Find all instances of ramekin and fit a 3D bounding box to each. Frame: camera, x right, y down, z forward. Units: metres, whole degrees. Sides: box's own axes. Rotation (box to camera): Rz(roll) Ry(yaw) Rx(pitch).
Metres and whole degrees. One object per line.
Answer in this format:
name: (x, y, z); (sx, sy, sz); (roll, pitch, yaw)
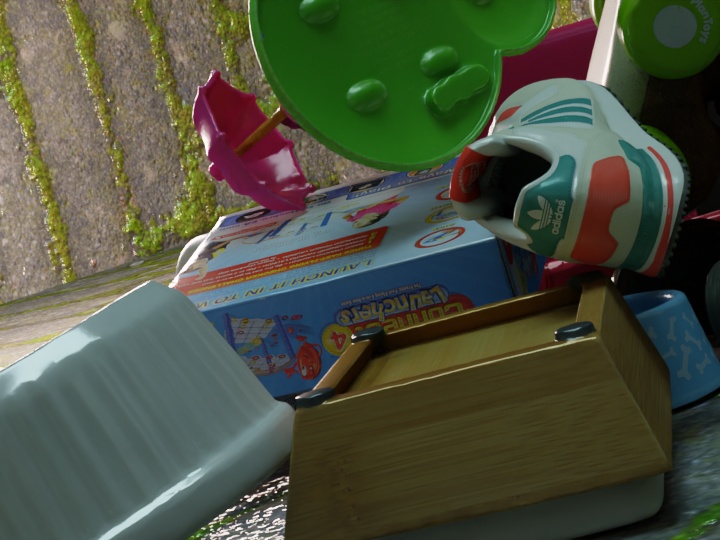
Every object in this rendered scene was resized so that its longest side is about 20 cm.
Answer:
ramekin: (-0.130, 0.084, 0.878); (0.202, 0.095, 0.202); (-31, 2, 1)

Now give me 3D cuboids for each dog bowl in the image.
dog bowl: (0.084, 0.057, 1.061); (0.199, 0.050, 0.111); (-15, 5, 1)

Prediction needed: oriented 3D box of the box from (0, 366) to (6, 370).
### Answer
box: (-0.260, 0.072, 1.146); (0.136, 0.038, 0.200); (2, -1, 35)

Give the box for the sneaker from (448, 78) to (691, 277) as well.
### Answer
sneaker: (0.083, -0.054, 1.011); (0.093, 0.071, 0.200); (8, 17, -18)

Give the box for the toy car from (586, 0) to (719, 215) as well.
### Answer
toy car: (0.221, -0.087, 1.131); (0.199, 0.159, 0.164); (11, 13, -2)

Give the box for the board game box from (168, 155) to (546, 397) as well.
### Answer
board game box: (0.000, 0.000, 1.141); (0.199, 0.056, 0.196); (-14, 16, 15)

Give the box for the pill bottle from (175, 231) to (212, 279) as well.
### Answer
pill bottle: (-0.023, 0.008, 1.517); (0.199, 0.120, 0.119); (-18, 6, -33)

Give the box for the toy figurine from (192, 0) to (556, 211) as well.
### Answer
toy figurine: (-0.013, -0.108, 1.168); (0.200, 0.151, 0.184); (-29, -1, -33)

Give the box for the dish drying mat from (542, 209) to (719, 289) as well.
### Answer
dish drying mat: (0.208, -0.006, 1.294); (0.199, 0.077, 0.018); (-17, 45, -7)

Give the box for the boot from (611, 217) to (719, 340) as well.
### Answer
boot: (0.191, 0.014, 1.197); (0.199, 0.075, 0.097); (-14, -12, -41)

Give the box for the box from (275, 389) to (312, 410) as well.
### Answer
box: (-0.038, 0.074, 1.290); (0.041, 0.039, 0.200); (-12, 6, 31)

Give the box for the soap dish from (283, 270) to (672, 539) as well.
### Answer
soap dish: (0.054, 0.063, 0.901); (0.156, 0.082, 0.200); (-14, 6, 10)

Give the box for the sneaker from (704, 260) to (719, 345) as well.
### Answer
sneaker: (0.279, -0.010, 1.086); (0.199, 0.077, 0.114); (-24, 11, -42)

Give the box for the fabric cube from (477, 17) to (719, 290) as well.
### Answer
fabric cube: (0.168, -0.079, 1.458); (0.198, 0.197, 0.200); (-12, 6, 31)
